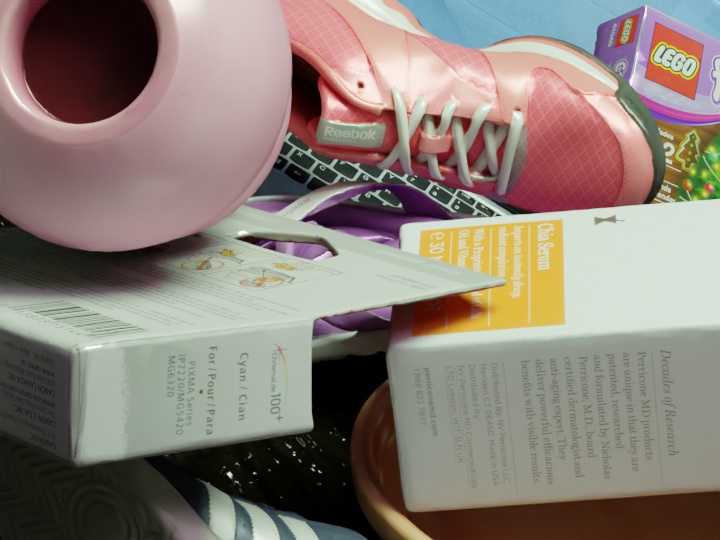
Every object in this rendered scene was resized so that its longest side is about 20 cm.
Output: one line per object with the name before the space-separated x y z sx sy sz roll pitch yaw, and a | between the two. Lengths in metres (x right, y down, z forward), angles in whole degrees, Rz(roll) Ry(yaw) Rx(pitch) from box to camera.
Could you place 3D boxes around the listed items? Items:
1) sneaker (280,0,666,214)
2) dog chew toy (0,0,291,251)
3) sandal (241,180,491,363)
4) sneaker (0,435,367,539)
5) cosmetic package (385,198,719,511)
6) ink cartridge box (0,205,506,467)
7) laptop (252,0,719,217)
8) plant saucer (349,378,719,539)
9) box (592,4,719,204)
sneaker | 0.021 -0.059 1.027 0.200 0.074 0.087 23 35 19
dog chew toy | -0.079 -0.064 0.929 0.124 0.125 0.200 36 0 8
sandal | 0.000 -0.006 1.019 0.202 0.050 0.083 -1 52 3
sneaker | -0.043 0.107 0.925 0.200 0.075 0.085 40 34 5
cosmetic package | 0.113 0.027 0.936 0.199 0.071 0.101 -4 27 5
ink cartridge box | -0.076 0.017 0.925 0.176 0.045 0.200 -8 14 -35
laptop | 0.040 -0.073 1.107 0.187 0.116 0.200 31 36 4
plant saucer | 0.094 0.087 0.973 0.200 0.038 0.200 4 27 -2
box | 0.177 -0.012 1.108 0.200 0.039 0.137 22 70 -26
